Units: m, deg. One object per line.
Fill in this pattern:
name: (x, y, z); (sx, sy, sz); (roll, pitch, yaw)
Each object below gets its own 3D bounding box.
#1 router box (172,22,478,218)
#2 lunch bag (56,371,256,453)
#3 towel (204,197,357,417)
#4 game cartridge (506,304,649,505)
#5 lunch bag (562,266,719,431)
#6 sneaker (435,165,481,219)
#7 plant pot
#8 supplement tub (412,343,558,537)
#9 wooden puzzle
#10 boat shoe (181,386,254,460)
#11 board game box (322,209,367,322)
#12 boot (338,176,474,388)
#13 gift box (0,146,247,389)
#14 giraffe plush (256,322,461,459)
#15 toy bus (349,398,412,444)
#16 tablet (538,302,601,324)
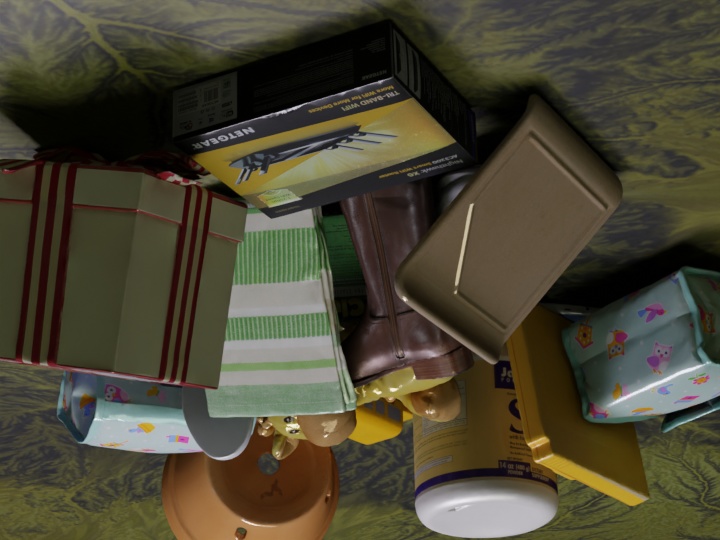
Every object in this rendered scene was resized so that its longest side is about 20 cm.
router box: (-0.027, -0.115, 1.458); (0.200, 0.052, 0.157); (-14, 152, 25)
lunch bag: (-0.204, 0.125, 1.815); (0.170, 0.122, 0.200); (8, -179, -19)
towel: (-0.085, 0.032, 1.608); (0.152, 0.201, 0.023); (-3, -166, 27)
game cartridge: (0.214, 0.131, 1.818); (0.032, 0.177, 0.200); (-27, 146, 30)
lunch bag: (0.331, 0.082, 1.807); (0.200, 0.122, 0.170); (8, 152, -44)
sneaker: (0.094, -0.024, 1.604); (0.075, 0.100, 0.200); (2, 154, -16)
plant pot: (-0.110, 0.224, 1.980); (0.199, 0.201, 0.140); (4, 160, -12)
supplement tub: (0.124, 0.157, 1.838); (0.145, 0.201, 0.145); (-1, 156, 0)
wooden puzzle: (0.125, -0.034, 1.531); (0.037, 0.200, 0.185); (36, 180, 38)
boat shoe: (-0.137, 0.084, 1.708); (0.068, 0.201, 0.057); (-15, 161, 7)
board game box: (-0.089, 0.002, 1.657); (0.199, 0.105, 0.023); (-4, -166, 6)
boot: (0.000, 0.000, 1.597); (0.186, 0.201, 0.064); (-9, -164, 28)
gift box: (-0.208, -0.008, 1.478); (0.184, 0.187, 0.200); (5, 173, 23)
giraffe plush: (-0.024, 0.102, 1.737); (0.162, 0.173, 0.200); (-32, -167, -27)
toy bus: (-0.013, 0.132, 1.950); (0.065, 0.079, 0.200); (-21, 149, 35)
tablet: (0.171, 0.079, 1.926); (0.130, 0.014, 0.200); (4, 155, -12)
